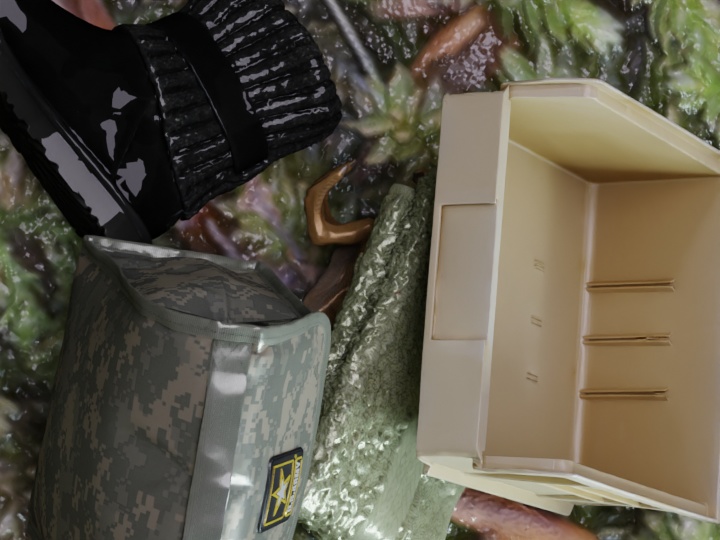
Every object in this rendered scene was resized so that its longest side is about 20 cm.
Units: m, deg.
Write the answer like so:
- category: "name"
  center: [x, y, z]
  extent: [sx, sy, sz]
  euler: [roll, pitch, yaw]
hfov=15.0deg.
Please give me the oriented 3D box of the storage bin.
- category: "storage bin"
  center: [0.114, 0.019, 1.431]
  extent: [0.198, 0.093, 0.202]
  euler: [22, 70, -58]

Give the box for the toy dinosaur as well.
- category: "toy dinosaur"
  center: [0.000, 0.000, 1.462]
  extent: [0.199, 0.060, 0.107]
  euler: [-33, 95, -21]

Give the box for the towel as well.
- category: "towel"
  center: [0.028, 0.061, 1.434]
  extent: [0.148, 0.036, 0.201]
  euler: [45, 64, -49]

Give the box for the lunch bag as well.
- category: "lunch bag"
  center: [-0.084, 0.084, 1.319]
  extent: [0.117, 0.200, 0.165]
  euler: [9, 100, -17]

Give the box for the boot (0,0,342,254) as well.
- category: "boot"
  center: [-0.122, -0.121, 1.425]
  extent: [0.158, 0.079, 0.212]
  euler: [-38, 106, -14]
